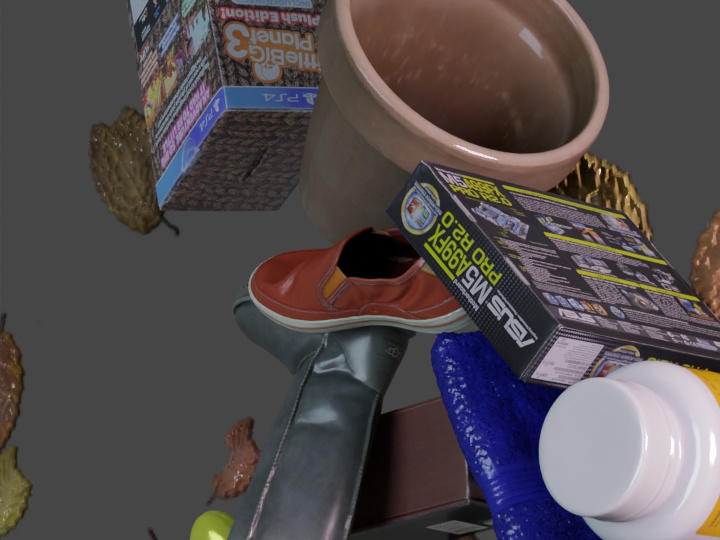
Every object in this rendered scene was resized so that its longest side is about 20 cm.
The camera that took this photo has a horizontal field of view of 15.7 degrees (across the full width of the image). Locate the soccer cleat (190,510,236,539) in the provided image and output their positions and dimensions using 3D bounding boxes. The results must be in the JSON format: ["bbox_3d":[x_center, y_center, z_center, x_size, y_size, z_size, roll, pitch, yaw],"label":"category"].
[{"bbox_3d":[-0.079,0.263,1.770,0.065,0.083,0.201,-15,94,48],"label":"soccer cleat"}]

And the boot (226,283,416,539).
[{"bbox_3d":[-0.049,0.111,1.756,0.181,0.072,0.201,2,73,52],"label":"boot"}]

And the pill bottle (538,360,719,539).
[{"bbox_3d":[0.195,0.112,1.506,0.109,0.199,0.110,-11,73,42],"label":"pill bottle"}]

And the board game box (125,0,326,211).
[{"bbox_3d":[-0.093,-0.166,1.889,0.159,0.096,0.201,132,133,-57],"label":"board game box"}]

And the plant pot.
[{"bbox_3d":[0.040,-0.097,1.735,0.175,0.199,0.201,-55,46,45],"label":"plant pot"}]

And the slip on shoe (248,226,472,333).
[{"bbox_3d":[0.000,0.000,1.684,0.199,0.061,0.074,2,42,47],"label":"slip on shoe"}]

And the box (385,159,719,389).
[{"bbox_3d":[0.131,0.013,1.592,0.044,0.199,0.160,-56,50,21],"label":"box"}]

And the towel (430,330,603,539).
[{"bbox_3d":[0.135,0.119,1.602,0.050,0.147,0.201,-54,46,42],"label":"towel"}]

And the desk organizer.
[{"bbox_3d":[0.021,0.144,1.766,0.199,0.072,0.077,-19,66,41],"label":"desk organizer"}]
